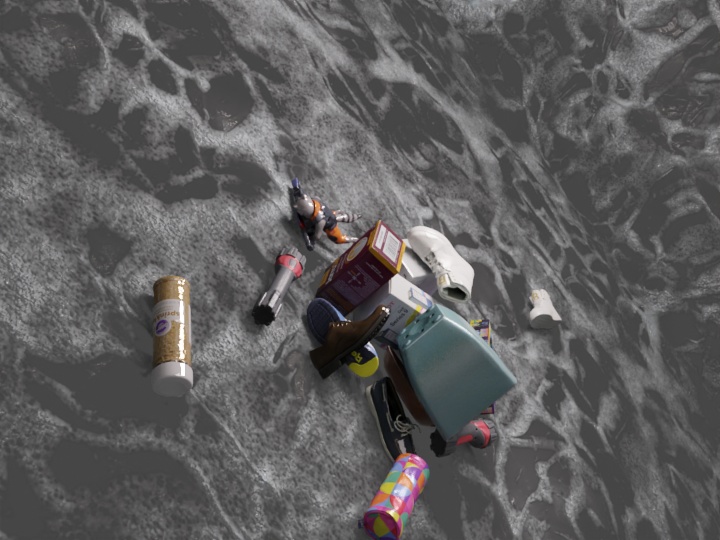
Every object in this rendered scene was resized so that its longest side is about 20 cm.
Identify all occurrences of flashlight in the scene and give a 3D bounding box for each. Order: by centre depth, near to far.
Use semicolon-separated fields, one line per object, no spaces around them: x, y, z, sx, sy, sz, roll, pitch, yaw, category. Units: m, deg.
-0.170;0.034;1.565;0.202;0.066;0.069;-67;149;-49;flashlight
0.234;0.386;1.742;0.197;0.068;0.068;-2;47;-49;flashlight

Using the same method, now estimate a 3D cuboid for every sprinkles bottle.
-0.320;0.109;1.289;0.067;0.068;0.204;23;42;-38;sprinkles bottle

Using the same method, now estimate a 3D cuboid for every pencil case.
0.069;0.441;1.470;0.089;0.088;0.200;50;34;-3;pencil case

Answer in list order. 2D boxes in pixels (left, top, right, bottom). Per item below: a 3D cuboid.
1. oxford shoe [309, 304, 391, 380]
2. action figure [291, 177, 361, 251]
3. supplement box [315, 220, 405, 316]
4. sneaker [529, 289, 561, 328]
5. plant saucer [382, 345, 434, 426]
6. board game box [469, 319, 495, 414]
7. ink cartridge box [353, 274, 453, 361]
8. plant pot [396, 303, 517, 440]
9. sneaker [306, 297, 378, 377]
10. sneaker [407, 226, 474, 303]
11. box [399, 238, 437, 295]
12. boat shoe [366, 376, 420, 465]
-0.024;0.127;1.542;0.085;0.199;0.073;52;4;8;oxford shoe
-0.091;-0.144;1.798;0.192;0.103;0.204;20;46;-55;action figure
0.000;0.000;1.683;0.085;0.199;0.111;40;34;-15;supplement box
0.564;0.117;2.421;0.198;0.073;0.118;16;45;-58;sneaker
0.102;0.259;1.660;0.203;0.034;0.200;58;3;-5;plant saucer
0.301;0.234;1.878;0.200;0.055;0.170;-57;138;-70;board game box
0.098;0.115;1.738;0.198;0.145;0.089;34;31;-21;ink cartridge box
0.180;0.192;1.618;0.201;0.195;0.196;51;4;-12;plant pot
-0.038;0.143;1.621;0.201;0.074;0.082;48;9;6;sneaker
0.185;-0.010;1.742;0.198;0.074;0.117;37;32;-15;sneaker
0.112;0.010;1.845;0.198;0.153;0.108;-9;59;-50;box
0.078;0.324;1.606;0.074;0.061;0.204;8;54;-50;boat shoe
